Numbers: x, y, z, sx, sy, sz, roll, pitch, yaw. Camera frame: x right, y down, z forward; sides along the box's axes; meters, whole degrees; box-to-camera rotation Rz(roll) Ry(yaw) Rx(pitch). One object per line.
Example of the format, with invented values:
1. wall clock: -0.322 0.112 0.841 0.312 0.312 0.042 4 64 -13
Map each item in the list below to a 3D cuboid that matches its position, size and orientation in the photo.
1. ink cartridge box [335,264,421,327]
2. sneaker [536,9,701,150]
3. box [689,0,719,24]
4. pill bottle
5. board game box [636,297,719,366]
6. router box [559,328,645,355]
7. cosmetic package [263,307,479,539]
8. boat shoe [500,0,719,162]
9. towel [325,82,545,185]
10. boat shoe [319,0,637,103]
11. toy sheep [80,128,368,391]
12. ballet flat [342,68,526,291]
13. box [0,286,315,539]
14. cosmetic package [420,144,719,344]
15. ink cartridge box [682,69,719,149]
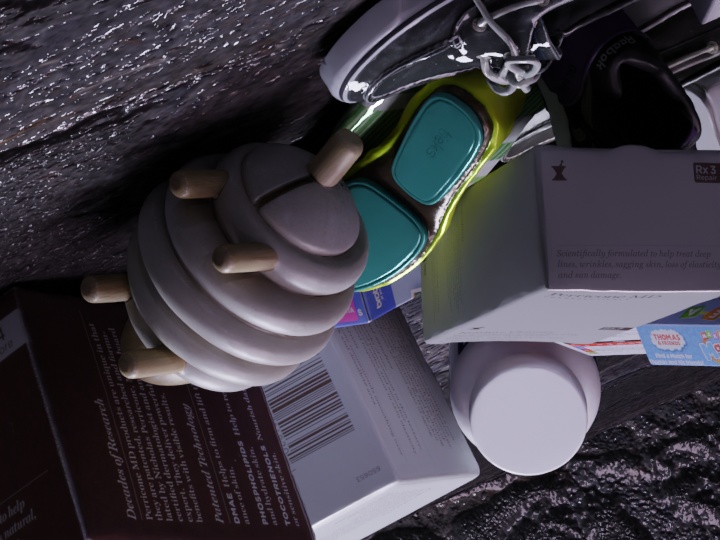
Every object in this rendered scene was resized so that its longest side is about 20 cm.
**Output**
1. ink cartridge box: 0.000 0.000 1.397 0.119 0.042 0.200 -8 -170 42
2. sneaker: 0.153 -0.076 1.235 0.076 0.088 0.200 -42 141 1
3. box: 0.278 -0.214 1.211 0.200 0.041 0.156 -24 169 -5
4. pill bottle: 0.130 0.085 1.770 0.119 0.120 0.200 -28 -166 10
5. board game box: 0.296 0.000 1.429 0.200 0.037 0.151 -34 -162 -30
6. router box: 0.162 0.009 1.549 0.179 0.049 0.200 21 165 -32
7. cosmetic package: -0.040 0.119 1.670 0.166 0.168 0.200 -30 167 16
8. boat shoe: 0.146 -0.107 1.335 0.200 0.064 0.071 -33 166 34
9. towel: 0.033 -0.075 1.291 0.152 0.023 0.200 -14 160 -30
10. boat shoe: 0.075 -0.124 1.106 0.199 0.068 0.074 -28 168 9
11. toy sheep: -0.064 -0.005 1.199 0.200 0.138 0.138 -42 161 34
12. ballet flat: 0.033 -0.053 1.227 0.067 0.067 0.200 -47 179 -41
13. box: -0.168 0.128 1.356 0.166 0.165 0.200 -35 154 31
14. cosmetic package: 0.114 -0.011 1.224 0.113 0.081 0.200 0 172 -15
15. ink cartridge box: 0.296 -0.103 1.407 0.200 0.148 0.086 -26 -155 -12
